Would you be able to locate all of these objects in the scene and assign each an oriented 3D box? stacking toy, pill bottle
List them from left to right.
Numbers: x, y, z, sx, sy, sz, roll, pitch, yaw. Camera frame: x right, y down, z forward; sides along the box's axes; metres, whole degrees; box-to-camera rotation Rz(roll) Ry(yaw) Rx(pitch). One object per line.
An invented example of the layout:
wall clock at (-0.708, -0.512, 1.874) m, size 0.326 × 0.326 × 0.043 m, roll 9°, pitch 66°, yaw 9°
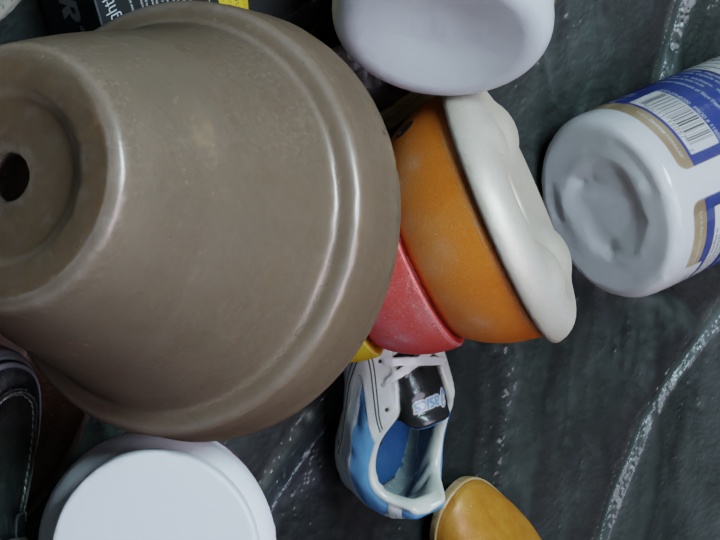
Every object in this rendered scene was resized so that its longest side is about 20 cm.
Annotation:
pill bottle at (-0.097, 0.132, 1.417) m, size 0.113 × 0.200 × 0.114 m, roll 0°, pitch 88°, yaw -3°
stacking toy at (0.000, 0.000, 1.511) m, size 0.199 × 0.146 × 0.146 m, roll -23°, pitch 130°, yaw 9°
pill bottle at (0.047, -0.194, 1.466) m, size 0.109 × 0.109 × 0.201 m, roll 46°, pitch 39°, yaw -43°
pill bottle at (0.210, -0.066, 1.719) m, size 0.199 × 0.111 × 0.112 m, roll -23°, pitch 120°, yaw -37°

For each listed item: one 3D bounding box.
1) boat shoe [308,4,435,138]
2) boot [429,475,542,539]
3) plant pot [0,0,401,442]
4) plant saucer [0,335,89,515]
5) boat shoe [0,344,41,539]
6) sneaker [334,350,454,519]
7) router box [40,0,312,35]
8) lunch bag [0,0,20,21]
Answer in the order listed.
boat shoe at (0.044, -0.157, 1.549) m, size 0.200 × 0.074 × 0.073 m, roll -53°, pitch 134°, yaw -18°
boot at (0.130, 0.208, 1.718) m, size 0.071 × 0.144 × 0.202 m, roll -47°, pitch 132°, yaw -22°
plant pot at (-0.105, -0.032, 1.284) m, size 0.174 × 0.200 × 0.201 m, roll 15°, pitch 94°, yaw -62°
plant saucer at (-0.211, 0.047, 1.403) m, size 0.200 × 0.037 × 0.201 m, roll -17°, pitch 115°, yaw -39°
boat shoe at (-0.184, 0.136, 1.385) m, size 0.072 × 0.071 × 0.201 m, roll 14°, pitch 95°, yaw -46°
sneaker at (0.021, 0.041, 1.602) m, size 0.072 × 0.072 × 0.201 m, roll -21°, pitch 117°, yaw -36°
router box at (-0.093, -0.199, 1.414) m, size 0.157 × 0.052 × 0.201 m, roll -35°, pitch 127°, yaw -30°
lunch bag at (-0.232, -0.119, 1.216) m, size 0.200 × 0.167 × 0.140 m, roll -44°, pitch 122°, yaw -22°
